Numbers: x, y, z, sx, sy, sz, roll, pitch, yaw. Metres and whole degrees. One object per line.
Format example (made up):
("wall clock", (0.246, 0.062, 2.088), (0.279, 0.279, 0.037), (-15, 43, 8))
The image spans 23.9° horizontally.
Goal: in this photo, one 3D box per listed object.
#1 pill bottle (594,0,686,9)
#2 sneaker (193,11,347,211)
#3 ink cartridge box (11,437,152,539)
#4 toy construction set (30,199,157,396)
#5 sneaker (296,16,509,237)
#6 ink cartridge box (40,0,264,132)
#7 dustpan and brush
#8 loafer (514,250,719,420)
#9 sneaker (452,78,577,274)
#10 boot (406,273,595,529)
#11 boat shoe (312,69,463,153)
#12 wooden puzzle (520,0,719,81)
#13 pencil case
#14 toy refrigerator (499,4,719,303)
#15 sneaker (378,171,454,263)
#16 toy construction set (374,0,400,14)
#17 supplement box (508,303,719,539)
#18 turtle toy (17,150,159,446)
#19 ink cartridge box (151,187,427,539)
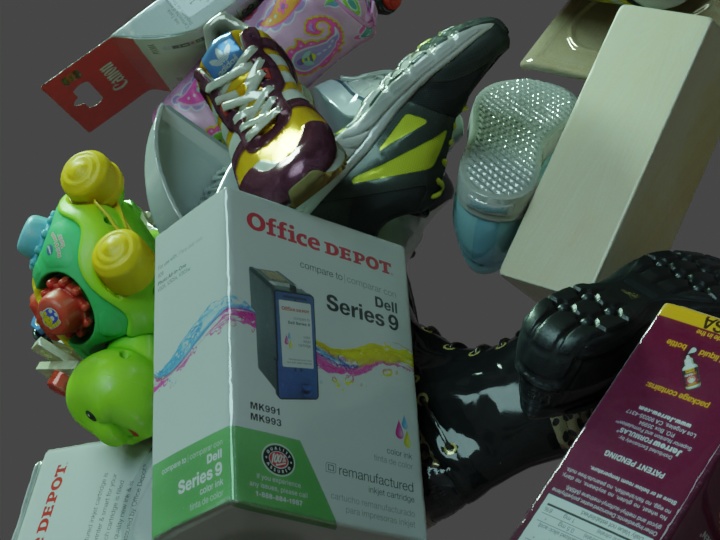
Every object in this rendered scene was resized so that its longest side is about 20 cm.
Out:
("pill bottle", (0.158, -0.256, 1.239), (0.199, 0.112, 0.112), (19, 64, 48))
("sneaker", (-0.069, -0.104, 1.096), (0.075, 0.090, 0.200), (-37, 26, 4))
("ink cartridge box", (-0.124, 0.183, 1.100), (0.199, 0.086, 0.147), (-12, 46, 26))
("toy construction set", (-0.179, 0.025, 1.288), (0.131, 0.092, 0.200), (9, 47, 38))
("sneaker", (0.033, -0.085, 1.139), (0.200, 0.085, 0.074), (-44, 9, 7))
("ink cartridge box", (-0.150, -0.175, 1.397), (0.200, 0.163, 0.057), (-41, 80, -2))
("dustpan and brush", (-0.096, -0.025, 1.131), (0.057, 0.139, 0.201), (-38, 24, 44))
("loafer", (0.164, 0.038, 1.009), (0.200, 0.071, 0.068), (-16, 40, -41))
("sneaker", (0.101, -0.068, 1.194), (0.073, 0.082, 0.200), (18, 35, 12))
("boot", (0.075, 0.059, 1.090), (0.150, 0.073, 0.201), (-22, 47, 17))
("boat shoe", (0.028, -0.118, 1.270), (0.086, 0.075, 0.202), (-24, 14, -13))
("wooden puzzle", (0.238, -0.193, 1.238), (0.199, 0.046, 0.186), (17, 63, 48))
("pencil case", (-0.075, -0.160, 1.346), (0.200, 0.087, 0.088), (-43, 37, 23))
("toy refrigerator", (0.175, -0.066, 1.111), (0.076, 0.070, 0.201), (17, 78, 43))
("sneaker", (0.000, 0.000, 1.210), (0.200, 0.080, 0.074), (-41, 10, -27))
("toy construction set", (0.009, -0.290, 1.392), (0.200, 0.132, 0.092), (-36, 37, -21))
("supplement box", (0.167, 0.135, 0.931), (0.085, 0.111, 0.200), (18, 65, 42))
("turtle toy", (-0.167, 0.026, 1.142), (0.101, 0.146, 0.201), (-29, 53, 4))
("ink cartridge box", (-0.045, 0.069, 1.019), (0.087, 0.145, 0.201), (-32, 50, 41))
